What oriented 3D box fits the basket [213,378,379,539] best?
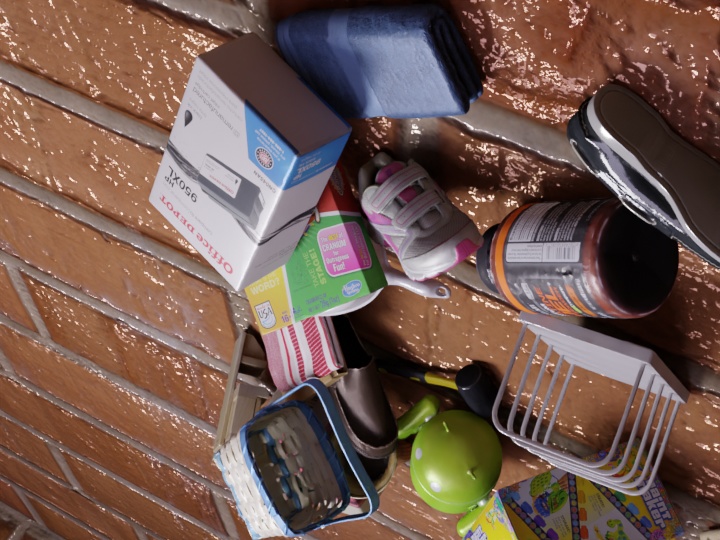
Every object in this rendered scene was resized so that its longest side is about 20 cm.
[{"bbox_3d":[-0.078,0.238,1.605,0.199,0.138,0.178,-26,88,46],"label":"basket"}]

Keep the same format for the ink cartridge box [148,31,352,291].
[{"bbox_3d":[-0.112,-0.102,1.261,0.145,0.084,0.201,44,136,15],"label":"ink cartridge box"}]

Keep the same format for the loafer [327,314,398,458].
[{"bbox_3d":[-0.010,0.140,1.618,0.202,0.072,0.071,62,156,9],"label":"loafer"}]

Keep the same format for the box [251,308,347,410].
[{"bbox_3d":[-0.081,0.079,1.639,0.200,0.021,0.166,-42,66,62],"label":"box"}]

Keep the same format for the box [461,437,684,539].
[{"bbox_3d":[0.244,0.315,1.523,0.201,0.190,0.123,108,142,-60],"label":"box"}]

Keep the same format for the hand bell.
[{"bbox_3d":[0.033,0.250,1.754,0.103,0.106,0.200,22,-177,22],"label":"hand bell"}]

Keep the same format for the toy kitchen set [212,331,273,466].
[{"bbox_3d":[-0.108,0.195,1.860,0.178,0.166,0.200,12,162,-10],"label":"toy kitchen set"}]

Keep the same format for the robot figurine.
[{"bbox_3d":[0.121,0.243,1.636,0.177,0.115,0.200,58,172,15],"label":"robot figurine"}]

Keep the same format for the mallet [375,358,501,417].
[{"bbox_3d":[0.096,0.142,1.627,0.199,0.041,0.066,4,142,52],"label":"mallet"}]

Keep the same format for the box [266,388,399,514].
[{"bbox_3d":[-0.036,0.229,1.797,0.108,0.129,0.201,11,144,35],"label":"box"}]

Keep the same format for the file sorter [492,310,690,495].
[{"bbox_3d":[0.231,0.138,1.299,0.137,0.126,0.200,18,171,28],"label":"file sorter"}]

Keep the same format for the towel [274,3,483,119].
[{"bbox_3d":[0.014,-0.193,1.183,0.198,0.049,0.112,8,137,43],"label":"towel"}]

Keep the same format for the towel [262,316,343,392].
[{"bbox_3d":[-0.084,0.068,1.587,0.200,0.022,0.146,-29,78,64],"label":"towel"}]

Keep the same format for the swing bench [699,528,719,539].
[{"bbox_3d":[0.488,0.368,1.444,0.198,0.130,0.200,35,147,1],"label":"swing bench"}]

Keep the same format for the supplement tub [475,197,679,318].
[{"bbox_3d":[0.192,-0.011,1.195,0.107,0.107,0.199,47,158,-22],"label":"supplement tub"}]

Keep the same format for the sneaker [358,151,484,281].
[{"bbox_3d":[0.047,-0.058,1.277,0.200,0.081,0.089,33,155,56],"label":"sneaker"}]

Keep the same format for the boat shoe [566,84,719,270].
[{"bbox_3d":[0.257,-0.070,1.087,0.200,0.075,0.060,49,151,1],"label":"boat shoe"}]

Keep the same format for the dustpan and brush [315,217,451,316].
[{"bbox_3d":[0.000,0.000,1.388,0.198,0.057,0.142,19,110,23],"label":"dustpan and brush"}]

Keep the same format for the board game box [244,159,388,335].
[{"bbox_3d":[-0.074,-0.051,1.355,0.152,0.040,0.203,-22,90,32],"label":"board game box"}]
